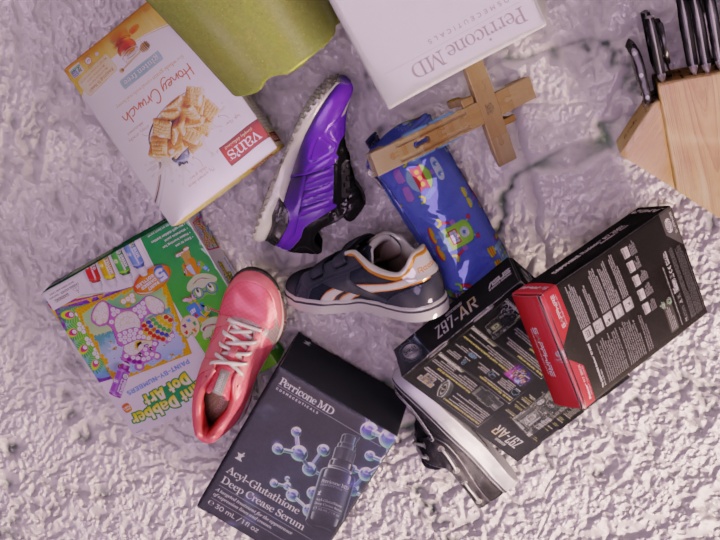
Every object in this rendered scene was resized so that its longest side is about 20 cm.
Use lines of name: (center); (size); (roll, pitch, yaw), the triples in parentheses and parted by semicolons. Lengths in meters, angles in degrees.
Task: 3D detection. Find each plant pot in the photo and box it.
plant pot: (-0.120, -0.277, 1.153); (0.200, 0.201, 0.185); (-28, 114, 16)

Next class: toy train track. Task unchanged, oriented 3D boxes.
toy train track: (0.086, -0.143, 1.189); (0.199, 0.032, 0.115); (-28, 105, -25)

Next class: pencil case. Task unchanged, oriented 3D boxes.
pencil case: (0.079, -0.061, 1.236); (0.087, 0.078, 0.201); (-33, 101, -7)

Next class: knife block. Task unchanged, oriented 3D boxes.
knife block: (0.337, -0.165, 1.171); (0.199, 0.064, 0.176); (32, 110, -2)

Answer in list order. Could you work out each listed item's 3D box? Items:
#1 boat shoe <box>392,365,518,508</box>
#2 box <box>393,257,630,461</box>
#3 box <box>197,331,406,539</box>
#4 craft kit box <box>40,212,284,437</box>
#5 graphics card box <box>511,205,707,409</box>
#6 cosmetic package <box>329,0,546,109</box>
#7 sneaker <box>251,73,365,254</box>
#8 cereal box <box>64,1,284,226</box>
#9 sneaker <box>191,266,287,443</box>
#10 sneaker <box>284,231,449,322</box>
boat shoe: (0.088, 0.183, 1.304); (0.068, 0.072, 0.200); (-40, 117, 7)
box: (0.159, 0.097, 1.251); (0.160, 0.044, 0.200); (-41, 124, 19)
box: (-0.062, 0.200, 1.329); (0.148, 0.107, 0.201); (30, 109, -1)
craft kit box: (-0.219, 0.058, 1.342); (0.199, 0.049, 0.198); (-28, 105, 16)
graphics card box: (0.249, 0.033, 1.193); (0.199, 0.051, 0.126); (-32, 106, -28)
cosmetic package: (0.058, -0.289, 1.120); (0.167, 0.166, 0.201); (-26, 103, 15)
sneaker: (-0.034, -0.103, 1.252); (0.099, 0.070, 0.201); (23, 114, -7)
cereal box: (-0.192, -0.167, 1.246); (0.144, 0.040, 0.200); (-36, 90, 13)
sneaker: (-0.130, 0.096, 1.273); (0.073, 0.087, 0.201); (18, 110, 1)
sneaker: (0.000, 0.000, 1.244); (0.199, 0.078, 0.080); (3, 118, 36)
